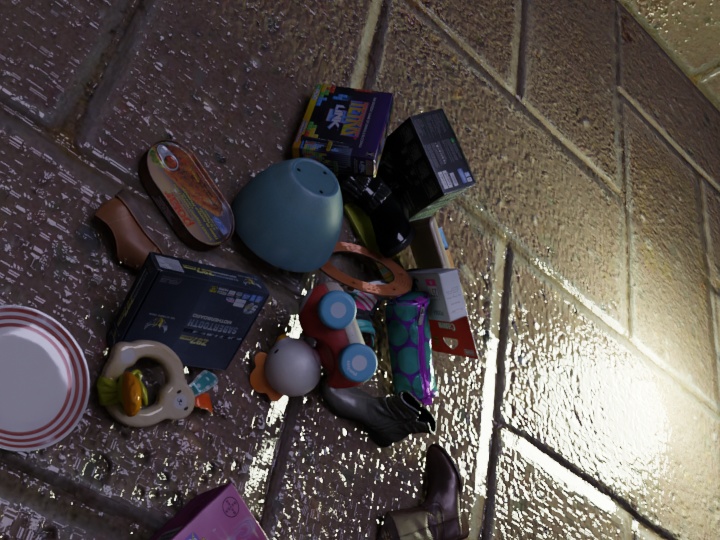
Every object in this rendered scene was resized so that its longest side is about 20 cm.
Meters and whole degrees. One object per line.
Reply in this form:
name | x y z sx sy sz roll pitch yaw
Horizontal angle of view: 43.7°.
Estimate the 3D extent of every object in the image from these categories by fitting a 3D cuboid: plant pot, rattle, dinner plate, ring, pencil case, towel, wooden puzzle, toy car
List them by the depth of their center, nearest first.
dinner plate | -0.456 0.143 1.193 0.199 0.024 0.202 24 54 -37
rattle | -0.261 0.173 1.280 0.199 0.142 0.131 28 60 -33
toy car | -0.094 0.131 1.473 0.199 0.184 0.178 -22 93 -9
plant pot | -0.109 -0.117 1.569 0.199 0.135 0.201 21 41 -20
ring | 0.000 0.000 1.665 0.199 0.019 0.201 17 23 -7
pencil case | 0.096 0.144 1.665 0.084 0.092 0.202 -10 99 -29
wooden puzzle | 0.148 -0.014 1.775 0.037 0.200 0.187 -19 94 -11
towel | 0.033 -0.050 1.813 0.086 0.018 0.201 -27 88 -55

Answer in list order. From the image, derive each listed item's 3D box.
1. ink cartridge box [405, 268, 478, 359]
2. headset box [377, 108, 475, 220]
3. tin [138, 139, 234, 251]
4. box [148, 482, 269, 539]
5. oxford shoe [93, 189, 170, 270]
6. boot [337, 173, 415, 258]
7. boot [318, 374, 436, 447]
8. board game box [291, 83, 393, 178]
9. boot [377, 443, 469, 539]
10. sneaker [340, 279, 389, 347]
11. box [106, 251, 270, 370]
ink cartridge box | 0.143 0.084 1.713 0.043 0.200 0.175 -16 96 -20
headset box | 0.120 -0.207 1.857 0.092 0.200 0.175 -18 81 -32
tin | -0.291 -0.124 1.502 0.201 0.042 0.112 57 37 -6
box | -0.204 0.433 1.235 0.176 0.096 0.201 -37 97 -49
oxford shoe | -0.339 -0.022 1.389 0.071 0.071 0.201 -38 98 -21
boot | 0.025 -0.126 1.752 0.158 0.079 0.212 47 16 -25
boot | 0.034 0.229 1.568 0.200 0.130 0.068 40 45 -23
board game box | -0.031 -0.279 1.770 0.164 0.057 0.201 7 50 9
boot | 0.099 0.414 1.592 0.199 0.064 0.188 -4 69 -42
sneaker | 0.003 0.086 1.653 0.199 0.083 0.122 -7 76 -50
box | -0.256 0.066 1.342 0.199 0.158 0.051 16 26 -40
